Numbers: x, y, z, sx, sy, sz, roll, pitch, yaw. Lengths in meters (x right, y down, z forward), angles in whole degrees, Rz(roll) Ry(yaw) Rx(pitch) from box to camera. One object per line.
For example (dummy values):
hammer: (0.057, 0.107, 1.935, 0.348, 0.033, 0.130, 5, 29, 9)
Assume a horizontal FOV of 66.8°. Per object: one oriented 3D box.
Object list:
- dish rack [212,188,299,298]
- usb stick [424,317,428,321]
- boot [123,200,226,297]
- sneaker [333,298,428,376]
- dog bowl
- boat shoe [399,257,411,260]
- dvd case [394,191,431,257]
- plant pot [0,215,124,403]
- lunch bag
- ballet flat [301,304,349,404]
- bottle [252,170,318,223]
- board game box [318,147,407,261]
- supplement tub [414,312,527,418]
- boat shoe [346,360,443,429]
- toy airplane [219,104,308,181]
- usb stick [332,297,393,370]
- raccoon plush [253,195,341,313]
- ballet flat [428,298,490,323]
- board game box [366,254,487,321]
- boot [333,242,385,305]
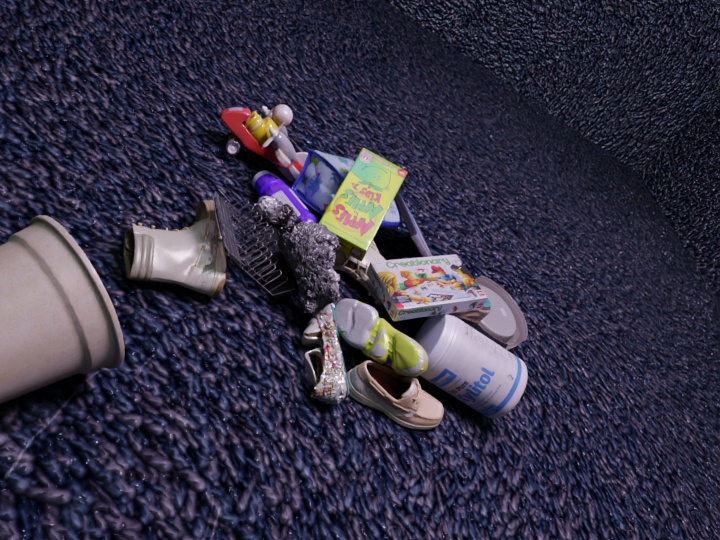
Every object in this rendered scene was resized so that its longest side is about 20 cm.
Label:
dish rack: (-0.180, -0.047, 0.931, 0.200, 0.054, 0.154, 54, 12, -57)
usb stick: (0.149, 0.086, 1.167, 0.055, 0.033, 0.201, -12, 60, -50)
boot: (-0.302, -0.054, 0.893, 0.153, 0.072, 0.201, 12, 45, -30)
sneaker: (0.038, 0.127, 0.970, 0.199, 0.076, 0.105, 36, -4, 28)
dog bowl: (0.293, 0.104, 1.269, 0.199, 0.059, 0.201, 24, 40, -22)
boat shoe: (0.153, 0.018, 1.146, 0.201, 0.063, 0.074, 30, 29, -33)
dvd case: (0.130, -0.080, 1.257, 0.200, 0.017, 0.144, 52, 15, -52)
plant pot: (-0.399, 0.065, 0.600, 0.201, 0.201, 0.183, 48, 48, 11)
lunch bag: (-0.019, -0.153, 1.170, 0.200, 0.128, 0.170, 38, 22, 24)
ballet flat: (-0.065, 0.130, 0.914, 0.063, 0.076, 0.201, 3, 45, -19)
bottle: (-0.152, -0.125, 1.084, 0.065, 0.084, 0.200, -30, 56, -15)
board game box: (0.003, -0.128, 1.038, 0.101, 0.048, 0.201, 28, 63, -1)
supplement tub: (0.205, 0.181, 1.048, 0.199, 0.132, 0.132, 31, 37, -11)
boat shoe: (0.070, 0.214, 0.944, 0.199, 0.069, 0.074, 25, 38, -20)
toy airplane: (-0.180, -0.283, 1.176, 0.200, 0.142, 0.199, 39, 19, 17)
usb stick: (0.004, 0.117, 1.018, 0.200, 0.033, 0.055, 43, 37, 4)
raccoon plush: (-0.111, -0.016, 0.921, 0.199, 0.097, 0.135, 28, 42, -33)
ballet flat: (0.172, 0.074, 1.104, 0.198, 0.068, 0.068, 14, 36, -20)
board game box: (0.125, 0.029, 1.032, 0.198, 0.035, 0.127, -5, 44, -26)
boot: (0.000, 0.000, 1.088, 0.155, 0.072, 0.199, 52, 30, 15)
